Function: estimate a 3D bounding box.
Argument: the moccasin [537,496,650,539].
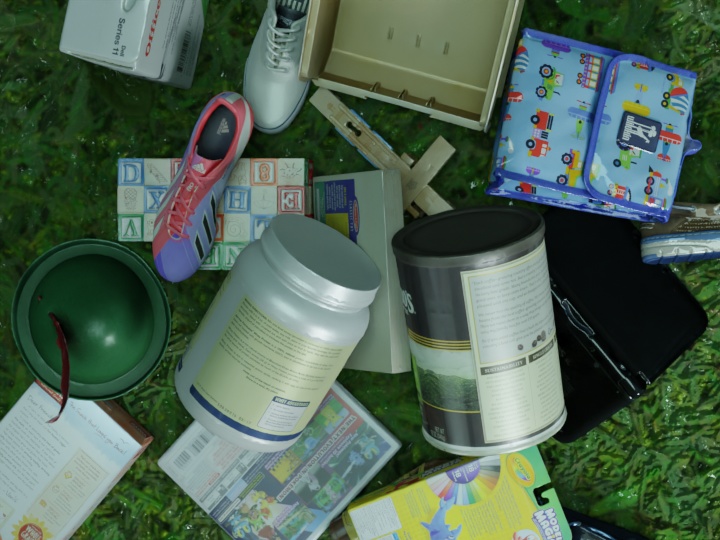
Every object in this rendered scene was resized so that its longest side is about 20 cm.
[{"bbox_3d":[0.216,0.278,1.346,0.198,0.068,0.081,6,93,7],"label":"moccasin"}]

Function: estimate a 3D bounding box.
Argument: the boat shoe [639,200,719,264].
[{"bbox_3d":[0.378,-0.052,1.313,0.198,0.072,0.073,-5,83,3],"label":"boat shoe"}]

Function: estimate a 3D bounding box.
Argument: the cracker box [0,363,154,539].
[{"bbox_3d":[-0.337,0.212,1.418,0.134,0.058,0.200,42,97,3],"label":"cracker box"}]

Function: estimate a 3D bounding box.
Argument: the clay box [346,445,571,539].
[{"bbox_3d":[0.099,0.249,1.308,0.198,0.048,0.116,-22,91,7],"label":"clay box"}]

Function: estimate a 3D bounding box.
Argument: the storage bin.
[{"bbox_3d":[0.055,-0.254,1.305,0.198,0.094,0.200,16,115,9],"label":"storage bin"}]

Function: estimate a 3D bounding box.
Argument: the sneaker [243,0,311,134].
[{"bbox_3d":[-0.080,-0.242,1.361,0.072,0.071,0.202,13,94,6],"label":"sneaker"}]

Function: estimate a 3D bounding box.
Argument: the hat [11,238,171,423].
[{"bbox_3d":[-0.267,0.041,1.315,0.164,0.176,0.201,-23,80,-14],"label":"hat"}]

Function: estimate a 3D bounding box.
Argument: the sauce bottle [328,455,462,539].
[{"bbox_3d":[0.063,0.238,1.368,0.199,0.065,0.065,-32,88,5],"label":"sauce bottle"}]

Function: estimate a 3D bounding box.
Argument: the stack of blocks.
[{"bbox_3d":[-0.151,-0.059,1.383,0.198,0.059,0.116,1,93,7],"label":"stack of blocks"}]

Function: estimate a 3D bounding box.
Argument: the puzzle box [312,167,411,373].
[{"bbox_3d":[0.000,0.000,1.339,0.025,0.133,0.202,-4,93,-33],"label":"puzzle box"}]

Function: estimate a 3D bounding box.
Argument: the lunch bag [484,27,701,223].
[{"bbox_3d":[0.238,-0.137,1.312,0.198,0.094,0.152,12,82,1],"label":"lunch bag"}]

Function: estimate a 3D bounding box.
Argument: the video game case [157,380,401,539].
[{"bbox_3d":[-0.087,0.195,1.405,0.182,0.023,0.200,43,95,4],"label":"video game case"}]

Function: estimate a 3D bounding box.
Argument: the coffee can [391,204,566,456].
[{"bbox_3d":[0.116,0.055,1.268,0.145,0.147,0.202,-8,108,7],"label":"coffee can"}]

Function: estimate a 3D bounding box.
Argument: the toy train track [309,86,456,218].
[{"bbox_3d":[0.027,-0.118,1.376,0.200,0.033,0.115,44,104,9],"label":"toy train track"}]

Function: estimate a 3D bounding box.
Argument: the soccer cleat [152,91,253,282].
[{"bbox_3d":[-0.162,-0.084,1.315,0.066,0.076,0.201,24,95,5],"label":"soccer cleat"}]

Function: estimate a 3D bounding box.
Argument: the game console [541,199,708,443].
[{"bbox_3d":[0.222,0.044,1.363,0.200,0.116,0.176,50,127,4],"label":"game console"}]

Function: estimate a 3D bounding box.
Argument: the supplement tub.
[{"bbox_3d":[-0.080,0.061,1.294,0.144,0.145,0.201,34,112,5],"label":"supplement tub"}]

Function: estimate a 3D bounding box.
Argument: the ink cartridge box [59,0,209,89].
[{"bbox_3d":[-0.216,-0.267,1.312,0.082,0.200,0.148,14,94,6],"label":"ink cartridge box"}]
